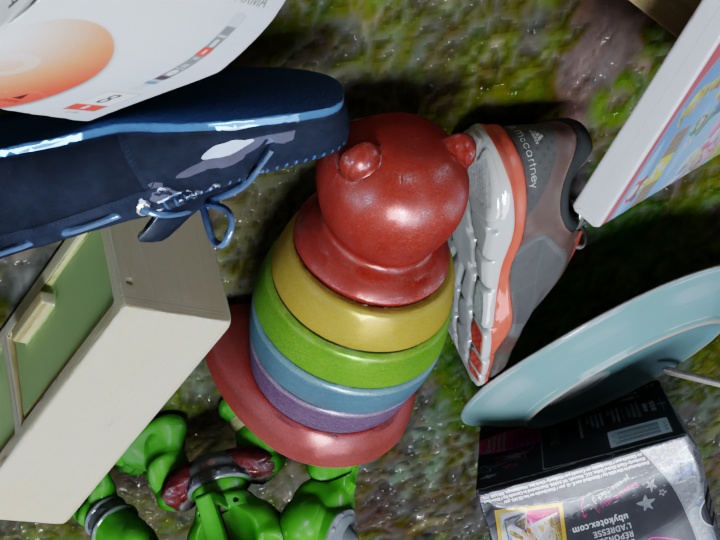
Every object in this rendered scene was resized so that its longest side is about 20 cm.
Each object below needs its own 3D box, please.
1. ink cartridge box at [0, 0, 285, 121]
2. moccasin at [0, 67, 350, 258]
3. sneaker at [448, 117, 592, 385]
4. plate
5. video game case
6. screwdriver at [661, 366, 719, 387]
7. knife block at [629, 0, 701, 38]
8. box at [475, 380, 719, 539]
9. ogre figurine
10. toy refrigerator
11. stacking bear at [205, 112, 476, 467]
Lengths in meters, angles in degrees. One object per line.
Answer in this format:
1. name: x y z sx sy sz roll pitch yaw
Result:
1. ink cartridge box: -0.077 -0.109 0.722 0.199 0.050 0.162 -12 175 25
2. moccasin: -0.101 -0.048 0.861 0.199 0.081 0.069 -8 115 7
3. sneaker: 0.091 -0.007 1.010 0.081 0.077 0.200 -16 148 -15
4. plate: 0.154 0.054 1.104 0.199 0.026 0.200 -25 166 -7
5. video game case: 0.182 -0.103 0.851 0.200 0.017 0.143 -27 153 -51
6. screwdriver: 0.243 0.080 1.202 0.028 0.029 0.200 -9 171 34
7. knife block: 0.094 -0.171 0.785 0.175 0.064 0.200 -8 146 -11
8. box: 0.148 0.151 1.129 0.131 0.115 0.200 -16 -175 6
9. ogre figurine: -0.081 0.139 1.098 0.199 0.120 0.098 -12 146 -6
10. toy refrigerator: -0.152 0.051 0.982 0.070 0.076 0.200 10 139 -34
11. stacking bear: 0.000 0.000 0.954 0.121 0.114 0.201 -3 139 -20
